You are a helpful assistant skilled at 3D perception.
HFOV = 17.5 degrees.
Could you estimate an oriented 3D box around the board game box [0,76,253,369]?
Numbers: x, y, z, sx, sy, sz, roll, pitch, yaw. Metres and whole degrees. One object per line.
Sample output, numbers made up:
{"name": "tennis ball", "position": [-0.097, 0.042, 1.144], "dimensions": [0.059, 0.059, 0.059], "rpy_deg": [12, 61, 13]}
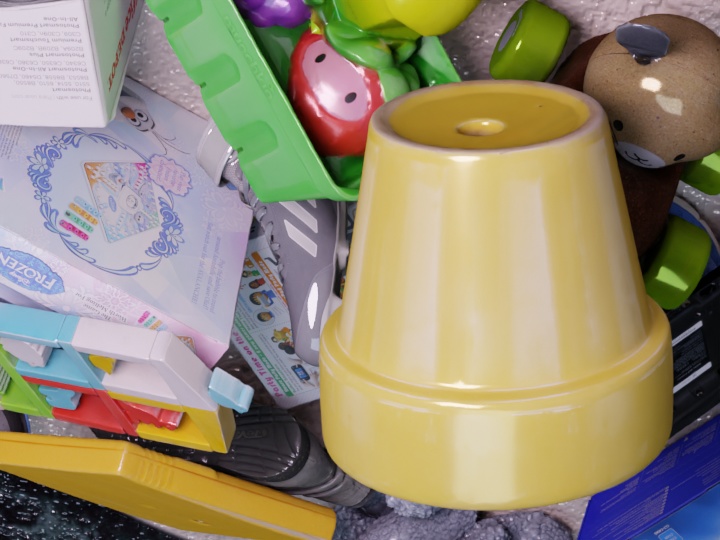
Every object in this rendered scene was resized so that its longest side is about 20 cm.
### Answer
{"name": "board game box", "position": [-0.163, -0.049, 1.446], "dimensions": [0.198, 0.201, 0.043], "rpy_deg": [28, 126, -16]}

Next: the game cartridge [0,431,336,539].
{"name": "game cartridge", "position": [-0.144, 0.152, 1.646], "dimensions": [0.199, 0.033, 0.176], "rpy_deg": [26, 162, -40]}

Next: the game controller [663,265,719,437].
{"name": "game controller", "position": [0.206, 0.059, 1.512], "dimensions": [0.199, 0.042, 0.105], "rpy_deg": [-34, 130, -12]}

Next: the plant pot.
{"name": "plant pot", "position": [0.072, 0.003, 1.287], "dimensions": [0.199, 0.201, 0.190], "rpy_deg": [0, 112, 9]}

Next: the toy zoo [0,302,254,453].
{"name": "toy zoo", "position": [-0.157, 0.064, 1.412], "dimensions": [0.199, 0.021, 0.131], "rpy_deg": [10, 154, 20]}

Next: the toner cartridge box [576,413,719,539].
{"name": "toner cartridge box", "position": [0.235, 0.156, 1.635], "dimensions": [0.043, 0.095, 0.200], "rpy_deg": [43, 125, -13]}

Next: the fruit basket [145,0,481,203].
{"name": "fruit basket", "position": [-0.004, -0.157, 1.339], "dimensions": [0.215, 0.155, 0.217], "rpy_deg": [22, 128, 31]}

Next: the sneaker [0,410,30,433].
{"name": "sneaker", "position": [-0.315, 0.073, 1.658], "dimensions": [0.070, 0.083, 0.200], "rpy_deg": [-24, 124, 27]}

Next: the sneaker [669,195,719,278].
{"name": "sneaker", "position": [0.158, -0.019, 1.499], "dimensions": [0.200, 0.090, 0.078], "rpy_deg": [35, 128, -25]}

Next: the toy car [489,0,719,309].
{"name": "toy car", "position": [0.165, -0.084, 1.350], "dimensions": [0.164, 0.159, 0.200], "rpy_deg": [27, 163, -10]}

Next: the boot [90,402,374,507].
{"name": "boot", "position": [-0.095, 0.127, 1.675], "dimensions": [0.199, 0.068, 0.131], "rpy_deg": [15, 168, 30]}

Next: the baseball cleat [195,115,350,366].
{"name": "baseball cleat", "position": [-0.052, -0.038, 1.456], "dimensions": [0.106, 0.201, 0.070], "rpy_deg": [3, 159, 1]}

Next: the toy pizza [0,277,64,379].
{"name": "toy pizza", "position": [-0.254, 0.024, 1.465], "dimensions": [0.199, 0.032, 0.200], "rpy_deg": [16, 156, 8]}

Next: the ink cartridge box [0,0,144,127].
{"name": "ink cartridge box", "position": [-0.185, -0.203, 1.350], "dimensions": [0.084, 0.147, 0.201], "rpy_deg": [2, 131, 6]}

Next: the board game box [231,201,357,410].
{"name": "board game box", "position": [0.000, 0.000, 1.558], "dimensions": [0.199, 0.065, 0.148], "rpy_deg": [-18, 126, 22]}

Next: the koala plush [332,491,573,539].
{"name": "koala plush", "position": [0.039, 0.259, 1.690], "dimensions": [0.177, 0.201, 0.183], "rpy_deg": [38, 127, -24]}
